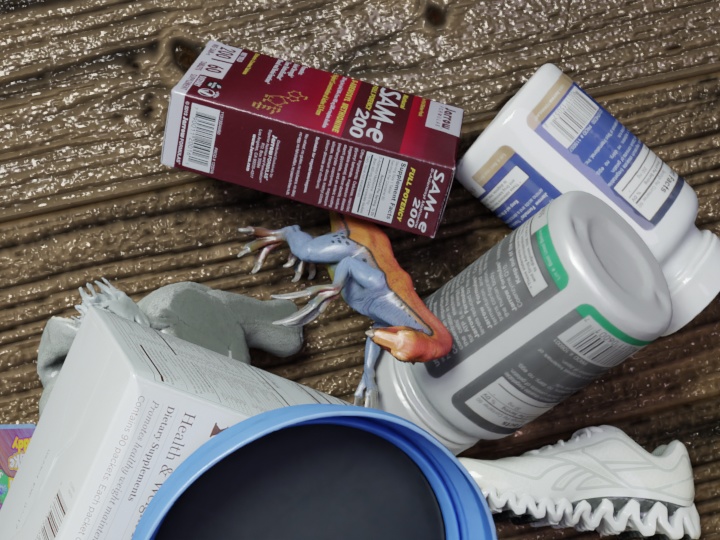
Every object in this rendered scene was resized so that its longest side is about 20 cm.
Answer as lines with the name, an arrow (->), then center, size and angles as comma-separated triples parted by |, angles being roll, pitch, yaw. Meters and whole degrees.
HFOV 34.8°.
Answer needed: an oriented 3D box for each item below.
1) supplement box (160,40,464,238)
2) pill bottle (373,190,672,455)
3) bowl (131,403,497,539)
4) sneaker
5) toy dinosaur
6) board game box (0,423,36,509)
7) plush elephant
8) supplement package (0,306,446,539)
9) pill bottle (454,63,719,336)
supplement box -> -0.030, -0.097, 0.824 | 0.199, 0.109, 0.061 | 15, 121, 0
pill bottle -> 0.103, 0.045, 0.790 | 0.200, 0.113, 0.113 | -39, 89, 32
bowl -> -0.026, 0.162, 0.581 | 0.200, 0.039, 0.202 | -5, 104, -22
sneaker -> 0.157, 0.154, 0.855 | 0.199, 0.075, 0.081 | 10, 76, -12
toy dinosaur -> 0.000, 0.000, 0.783 | 0.181, 0.105, 0.201 | 13, 77, 41
board game box -> -0.271, 0.182, 0.762 | 0.199, 0.039, 0.159 | -6, 79, 36
plush elephant -> -0.149, 0.090, 0.794 | 0.200, 0.155, 0.165 | 28, 39, -39
supplement package -> -0.091, 0.155, 0.656 | 0.199, 0.147, 0.192 | 23, 93, -25
pill bottle -> 0.175, -0.048, 0.848 | 0.200, 0.111, 0.111 | 42, 83, -1
